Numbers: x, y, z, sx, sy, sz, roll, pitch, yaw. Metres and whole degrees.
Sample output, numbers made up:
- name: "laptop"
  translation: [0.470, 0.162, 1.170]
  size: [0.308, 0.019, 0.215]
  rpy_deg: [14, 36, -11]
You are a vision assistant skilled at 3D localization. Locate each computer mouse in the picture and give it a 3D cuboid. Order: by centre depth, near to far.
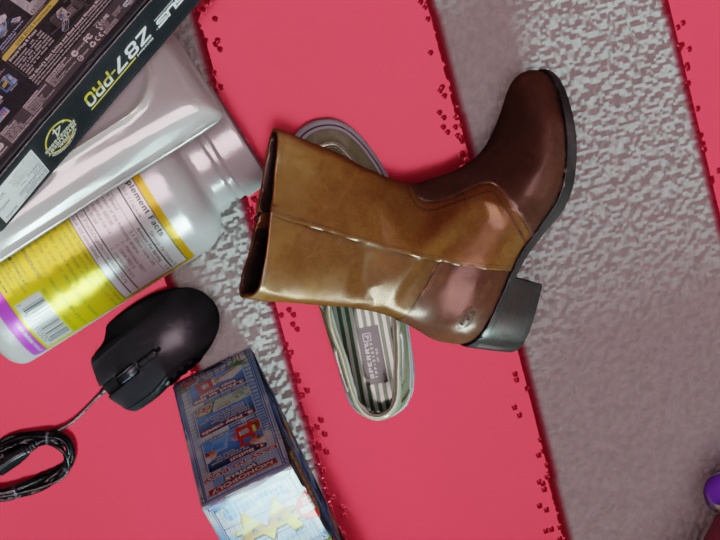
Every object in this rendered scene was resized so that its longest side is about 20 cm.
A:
- name: "computer mouse"
  translation: [-0.173, 0.083, 1.429]
  size: [0.200, 0.034, 0.059]
  rpy_deg: [-42, 97, 3]

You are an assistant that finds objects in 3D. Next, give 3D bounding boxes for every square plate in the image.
- name: "square plate"
  translation: [-0.213, -0.118, 1.359]
  size: [0.200, 0.028, 0.198]
  rpy_deg: [-32, 63, 1]

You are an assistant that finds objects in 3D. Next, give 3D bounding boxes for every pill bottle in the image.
- name: "pill bottle"
  translation: [-0.160, -0.034, 1.383]
  size: [0.200, 0.104, 0.105]
  rpy_deg: [-32, 96, 0]

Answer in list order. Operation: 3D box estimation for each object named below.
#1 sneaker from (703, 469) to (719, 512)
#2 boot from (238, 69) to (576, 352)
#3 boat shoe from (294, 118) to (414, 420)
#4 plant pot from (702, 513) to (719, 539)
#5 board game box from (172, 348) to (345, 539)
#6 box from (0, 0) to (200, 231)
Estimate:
- name: "sneaker"
  translation: [0.301, 0.082, 1.436]
  size: [0.200, 0.070, 0.100]
  rpy_deg: [-29, 84, 3]
- name: "boot"
  translation: [0.028, -0.055, 1.371]
  size: [0.199, 0.068, 0.189]
  rpy_deg: [15, 94, -26]
- name: "boat shoe"
  translation: [0.000, 0.000, 1.413]
  size: [0.072, 0.062, 0.201]
  rpy_deg: [-15, 96, -1]
- name: "plant pot"
  translation: [0.260, 0.260, 1.396]
  size: [0.199, 0.200, 0.180]
  rpy_deg: [22, 79, -4]
- name: "board game box"
  translation: [-0.050, 0.161, 1.358]
  size: [0.061, 0.200, 0.201]
  rpy_deg: [-26, 96, 0]
- name: "box"
  translation: [-0.215, -0.145, 1.329]
  size: [0.161, 0.049, 0.200]
  rpy_deg: [34, 80, 24]
